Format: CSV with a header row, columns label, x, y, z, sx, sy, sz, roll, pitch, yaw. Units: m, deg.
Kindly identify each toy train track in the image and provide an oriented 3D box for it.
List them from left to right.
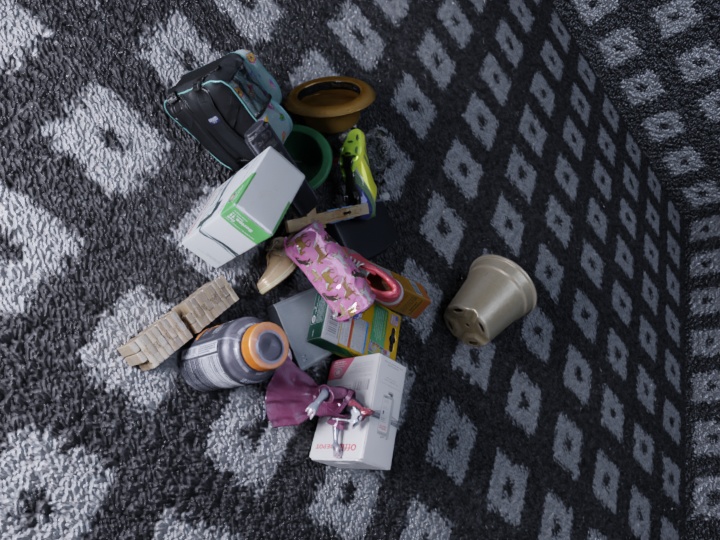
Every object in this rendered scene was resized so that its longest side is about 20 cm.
label,x,y,z,sx,sy,sz,roll,pitch,yaw
toy train track,-0.069,-0.108,1.124,0.200,0.033,0.115,-17,103,-35

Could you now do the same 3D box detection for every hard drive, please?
label,x,y,z,sx,sy,sz,roll,pitch,yaw
hard drive,-0.083,0.103,1.126,0.200,0.033,0.140,-24,93,-46
hard drive,0.006,-0.088,1.271,0.200,0.042,0.135,-30,98,-45

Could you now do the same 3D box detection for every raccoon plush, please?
label,x,y,z,sx,sy,sz,roll,pitch,yaw
raccoon plush,0.004,-0.252,1.294,0.134,0.097,0.200,-19,90,-39

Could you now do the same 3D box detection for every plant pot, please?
label,x,y,z,sx,sy,sz,roll,pitch,yaw
plant pot,0.318,0.091,1.428,0.183,0.200,0.201,-40,105,-32

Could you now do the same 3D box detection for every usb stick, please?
label,x,y,z,sx,sy,sz,roll,pitch,yaw
usb stick,-0.138,-0.178,0.997,0.055,0.033,0.200,-47,134,-14

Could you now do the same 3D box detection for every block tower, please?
label,x,y,z,sx,sy,sz,roll,pitch,yaw
block tower,-0.293,0.086,0.913,0.200,0.058,0.054,-43,107,-41

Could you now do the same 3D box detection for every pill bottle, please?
label,x,y,z,sx,sy,sz,roll,pitch,yaw
pill bottle,-0.198,0.133,0.884,0.106,0.200,0.106,17,65,-40

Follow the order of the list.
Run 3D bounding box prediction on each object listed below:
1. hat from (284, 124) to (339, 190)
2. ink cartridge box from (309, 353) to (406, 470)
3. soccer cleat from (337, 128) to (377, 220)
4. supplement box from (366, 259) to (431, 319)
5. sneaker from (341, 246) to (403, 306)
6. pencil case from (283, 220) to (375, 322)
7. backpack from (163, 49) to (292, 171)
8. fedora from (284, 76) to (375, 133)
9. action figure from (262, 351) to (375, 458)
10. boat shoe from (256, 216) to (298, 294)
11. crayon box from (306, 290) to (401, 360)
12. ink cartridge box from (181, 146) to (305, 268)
label,x,y,z,sx,sy,sz,roll,pitch,yaw
hat,-0.131,-0.197,1.188,0.200,0.176,0.166,-11,72,-4
ink cartridge box,-0.004,0.272,1.065,0.083,0.146,0.200,33,56,-34
soccer cleat,0.000,-0.208,1.223,0.084,0.065,0.200,1,85,-46
supplement box,0.065,0.043,1.252,0.200,0.067,0.069,24,26,-35
sneaker,0.000,0.000,1.121,0.200,0.087,0.074,28,82,8
pencil case,-0.058,0.003,1.039,0.200,0.083,0.087,54,37,-6
backpack,-0.226,-0.285,1.018,0.200,0.176,0.153,54,42,-34
fedora,-0.065,-0.360,1.233,0.201,0.200,0.082,-55,152,-40
action figure,-0.071,0.234,0.996,0.149,0.200,0.134,-74,166,-48
boat shoe,-0.156,-0.031,1.081,0.065,0.071,0.200,47,39,-17
crayon box,-0.009,0.117,1.133,0.200,0.052,0.126,30,57,-33
ink cartridge box,-0.205,-0.103,0.960,0.083,0.200,0.147,39,51,-24
